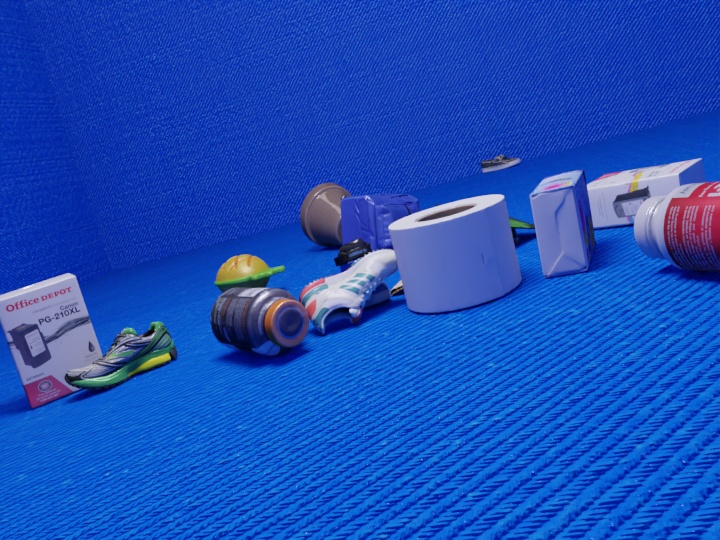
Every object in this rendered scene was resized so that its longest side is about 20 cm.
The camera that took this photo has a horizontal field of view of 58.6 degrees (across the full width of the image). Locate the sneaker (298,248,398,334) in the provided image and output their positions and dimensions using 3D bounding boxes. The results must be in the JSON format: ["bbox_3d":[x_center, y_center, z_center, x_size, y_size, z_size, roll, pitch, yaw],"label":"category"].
[{"bbox_3d":[-0.004,0.041,1.099,0.196,0.095,0.071,-25,-30,-10],"label":"sneaker"}]

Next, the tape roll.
[{"bbox_3d":[0.156,-0.030,1.062,0.197,0.143,0.203,-15,11,3],"label":"tape roll"}]

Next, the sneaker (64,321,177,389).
[{"bbox_3d":[-0.438,0.153,1.164,0.197,0.087,0.077,-24,13,-33],"label":"sneaker"}]

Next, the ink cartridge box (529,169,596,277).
[{"bbox_3d":[0.345,-0.087,1.077,0.074,0.140,0.200,-8,13,25],"label":"ink cartridge box"}]

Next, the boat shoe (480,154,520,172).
[{"bbox_3d":[0.667,-0.519,3.068,0.196,0.065,0.070,-9,12,34],"label":"boat shoe"}]

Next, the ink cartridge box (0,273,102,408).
[{"bbox_3d":[-0.568,0.125,1.182,0.142,0.206,0.084,-21,11,-28],"label":"ink cartridge box"}]

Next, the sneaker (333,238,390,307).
[{"bbox_3d":[-0.001,0.000,1.221,0.075,0.114,0.200,-16,10,-8],"label":"sneaker"}]

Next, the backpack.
[{"bbox_3d":[0.069,-0.100,1.534,0.165,0.168,0.197,7,10,42],"label":"backpack"}]

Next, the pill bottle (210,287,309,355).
[{"bbox_3d":[-0.163,0.083,1.054,0.105,0.109,0.198,-22,12,-34],"label":"pill bottle"}]

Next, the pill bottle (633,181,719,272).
[{"bbox_3d":[0.452,-0.055,0.810,0.110,0.115,0.199,-19,11,-21],"label":"pill bottle"}]

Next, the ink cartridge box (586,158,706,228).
[{"bbox_3d":[0.543,-0.147,1.237,0.197,0.088,0.146,-7,13,46],"label":"ink cartridge box"}]

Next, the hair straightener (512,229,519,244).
[{"bbox_3d":[0.289,-0.069,1.331,0.075,0.042,0.199,-9,7,32],"label":"hair straightener"}]

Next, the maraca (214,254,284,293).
[{"bbox_3d":[-0.274,0.014,1.582,0.196,0.110,0.136,-8,12,35],"label":"maraca"}]

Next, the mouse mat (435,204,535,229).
[{"bbox_3d":[0.276,-0.117,1.384,0.158,0.008,0.198,-1,19,-38],"label":"mouse mat"}]

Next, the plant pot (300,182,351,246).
[{"bbox_3d":[-0.070,-0.159,2.027,0.196,0.205,0.174,-20,28,-26],"label":"plant pot"}]

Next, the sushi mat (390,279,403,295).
[{"bbox_3d":[0.116,-0.005,1.266,0.095,0.012,0.200,-33,3,22],"label":"sushi mat"}]
